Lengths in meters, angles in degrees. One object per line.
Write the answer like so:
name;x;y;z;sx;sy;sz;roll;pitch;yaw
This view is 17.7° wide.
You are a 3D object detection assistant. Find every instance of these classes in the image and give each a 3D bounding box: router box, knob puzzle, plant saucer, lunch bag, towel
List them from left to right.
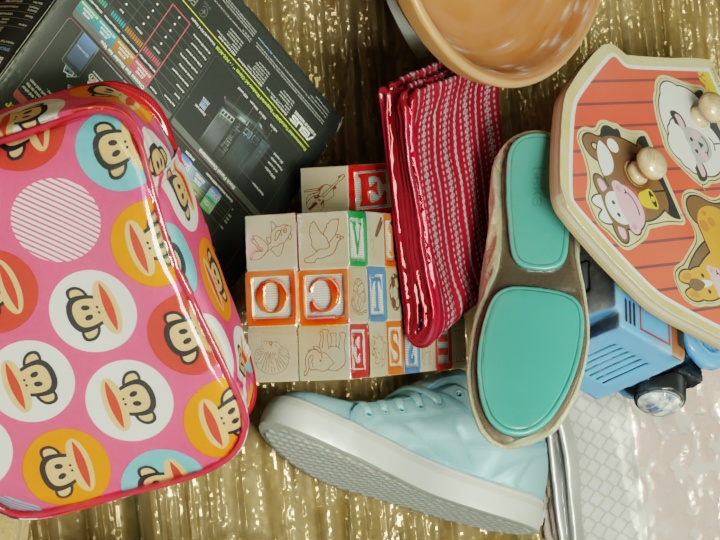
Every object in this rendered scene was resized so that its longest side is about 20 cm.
lunch bag;-0.156;0.021;1.141;0.175;0.082;0.201;-16;106;8
router box;-0.117;-0.086;1.243;0.200;0.062;0.150;49;64;-36
towel;0.055;-0.047;1.310;0.200;0.022;0.146;-33;119;-68
plant saucer;0.069;-0.203;1.302;0.199;0.037;0.202;1;89;-47
towel;0.194;0.119;1.453;0.190;0.032;0.201;-9;93;-30
knob puzzle;0.184;-0.048;1.343;0.219;0.030;0.221;24;50;-31

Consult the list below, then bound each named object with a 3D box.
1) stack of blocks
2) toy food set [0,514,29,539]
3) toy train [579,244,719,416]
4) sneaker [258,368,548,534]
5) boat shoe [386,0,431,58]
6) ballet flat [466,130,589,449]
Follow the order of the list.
stack of blocks;0.000;0.000;1.267;0.200;0.058;0.116;0;87;-71
toy food set;-0.261;0.127;1.183;0.198;0.049;0.200;43;68;-21
toy train;0.160;-0.013;1.380;0.114;0.086;0.201;29;50;-37
sneaker;0.028;0.091;1.343;0.199;0.074;0.082;24;68;-35
boat shoe;0.031;-0.220;1.331;0.063;0.071;0.201;-12;113;9
ballet flat;0.096;0.017;1.306;0.067;0.062;0.201;10;63;0
